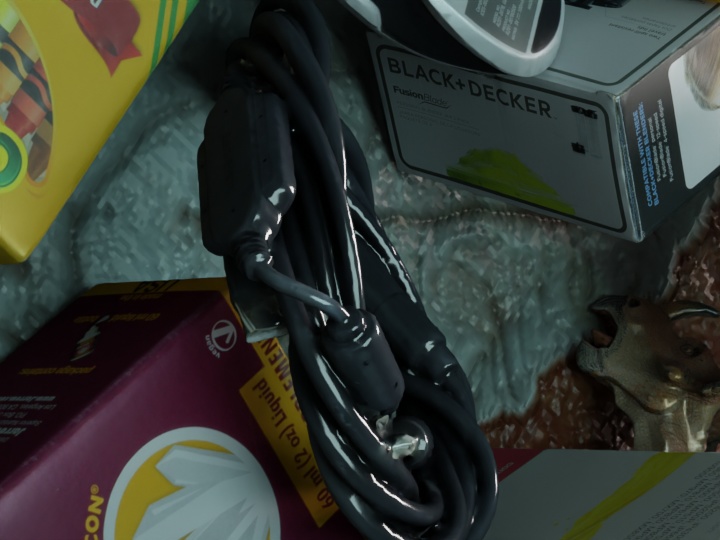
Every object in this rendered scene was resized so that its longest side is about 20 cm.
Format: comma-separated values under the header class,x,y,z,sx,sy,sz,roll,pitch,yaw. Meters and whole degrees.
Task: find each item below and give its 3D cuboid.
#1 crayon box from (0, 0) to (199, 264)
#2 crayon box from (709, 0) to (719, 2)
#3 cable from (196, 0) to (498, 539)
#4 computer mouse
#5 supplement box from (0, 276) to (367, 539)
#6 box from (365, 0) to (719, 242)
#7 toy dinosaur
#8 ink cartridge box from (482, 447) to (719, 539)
class,x,y,z,sx,sy,sz,roll,pitch,yaw
crayon box,-0.124,-0.091,0.925,0.127,0.051,0.200,44,62,-28
crayon box,0.120,-0.156,1.027,0.126,0.200,0.052,-54,139,-27
cable,0.000,0.000,0.953,0.163,0.051,0.200,58,12,-33
computer mouse,-0.014,-0.126,0.957,0.200,0.044,0.110,41,42,-24
supplement box,-0.098,0.102,0.912,0.200,0.086,0.111,-43,113,-32
box,0.111,-0.096,1.068,0.200,0.116,0.060,-38,130,-35
toy dinosaur,0.150,0.110,1.118,0.200,0.086,0.136,55,50,-29
ink cartridge box,0.098,0.141,0.994,0.083,0.200,0.146,-31,106,-35
